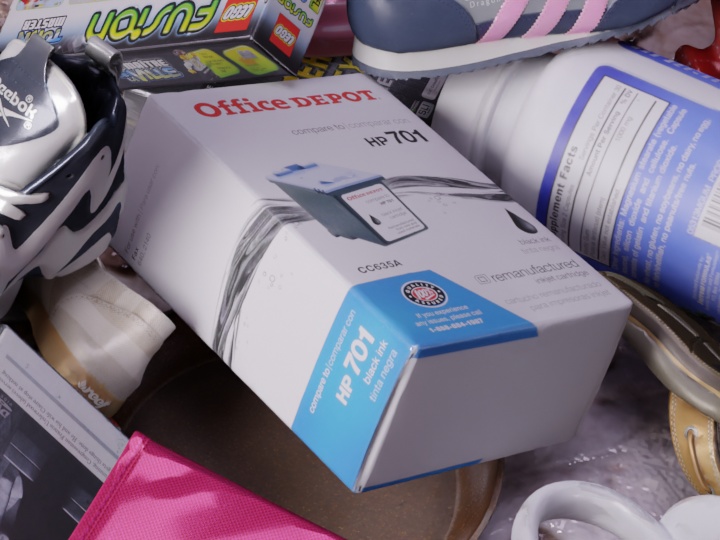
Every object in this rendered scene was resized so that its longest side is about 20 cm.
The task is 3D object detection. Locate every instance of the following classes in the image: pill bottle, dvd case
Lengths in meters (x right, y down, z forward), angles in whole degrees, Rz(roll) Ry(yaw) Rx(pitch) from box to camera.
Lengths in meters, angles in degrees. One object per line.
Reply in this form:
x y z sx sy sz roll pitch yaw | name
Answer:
0.139 -0.050 1.439 0.199 0.112 0.112 24 48 20 | pill bottle
-0.147 0.146 1.189 0.025 0.150 0.201 -12 41 47 | dvd case

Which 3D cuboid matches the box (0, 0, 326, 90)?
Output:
-0.093 -0.145 1.438 0.199 0.035 0.111 0 61 44 | box

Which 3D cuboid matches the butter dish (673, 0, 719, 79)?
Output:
0.231 -0.120 1.491 0.147 0.200 0.200 -24 48 1 | butter dish

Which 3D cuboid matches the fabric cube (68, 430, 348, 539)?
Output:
-0.046 0.218 1.067 0.199 0.197 0.200 25 58 10 | fabric cube

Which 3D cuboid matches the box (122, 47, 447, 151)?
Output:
-0.015 -0.118 1.536 0.158 0.048 0.200 19 47 12 | box

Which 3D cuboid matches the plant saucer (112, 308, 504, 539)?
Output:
-0.034 0.090 1.341 0.199 0.035 0.201 3 45 -3 | plant saucer

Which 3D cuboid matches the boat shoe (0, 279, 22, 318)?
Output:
-0.217 -0.024 1.370 0.056 0.069 0.200 12 9 -33 | boat shoe

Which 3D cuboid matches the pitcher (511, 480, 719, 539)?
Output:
0.127 0.172 1.222 0.171 0.122 0.200 17 37 12 | pitcher

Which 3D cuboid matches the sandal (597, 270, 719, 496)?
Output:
0.168 0.077 1.353 0.200 0.054 0.080 45 13 29 | sandal

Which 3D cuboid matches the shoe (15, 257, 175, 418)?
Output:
-0.135 0.004 1.359 0.053 0.070 0.200 -48 33 4 | shoe

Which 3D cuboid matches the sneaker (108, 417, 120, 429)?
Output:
-0.185 0.073 1.317 0.199 0.082 0.077 26 3 34 | sneaker

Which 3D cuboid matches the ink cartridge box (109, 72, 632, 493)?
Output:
0.000 0.000 1.328 0.146 0.086 0.200 -10 43 -43 | ink cartridge box

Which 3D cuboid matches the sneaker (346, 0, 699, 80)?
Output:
0.088 -0.154 1.415 0.199 0.082 0.070 -17 29 -18 | sneaker

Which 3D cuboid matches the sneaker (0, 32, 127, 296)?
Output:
-0.164 -0.036 1.214 0.079 0.130 0.199 39 44 23 | sneaker

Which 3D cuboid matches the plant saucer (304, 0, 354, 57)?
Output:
-0.028 -0.195 1.541 0.199 0.051 0.201 2 46 -2 | plant saucer
